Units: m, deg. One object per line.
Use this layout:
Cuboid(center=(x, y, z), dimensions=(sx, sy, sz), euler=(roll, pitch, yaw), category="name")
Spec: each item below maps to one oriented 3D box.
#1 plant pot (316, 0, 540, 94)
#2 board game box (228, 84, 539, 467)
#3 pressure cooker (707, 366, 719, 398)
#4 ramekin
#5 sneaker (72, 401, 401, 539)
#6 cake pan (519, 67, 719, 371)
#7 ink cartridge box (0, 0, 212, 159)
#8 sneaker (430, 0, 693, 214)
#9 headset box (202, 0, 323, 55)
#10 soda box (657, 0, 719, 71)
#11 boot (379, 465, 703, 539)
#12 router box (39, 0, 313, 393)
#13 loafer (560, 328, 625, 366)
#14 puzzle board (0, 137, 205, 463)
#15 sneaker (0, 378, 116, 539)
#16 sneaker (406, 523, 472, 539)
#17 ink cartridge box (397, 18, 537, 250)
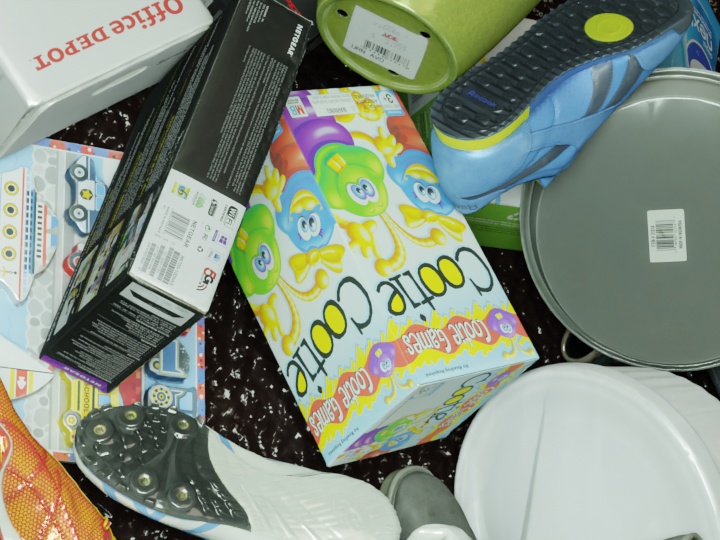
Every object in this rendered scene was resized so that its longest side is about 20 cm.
Cuboid(center=(0.056, -0.214, 1.060), dimensions=(0.187, 0.187, 0.200), euler=(33, 65, -16), category="plant pot")
Cuboid(center=(0.000, 0.000, 1.038), dimensions=(0.103, 0.105, 0.200), euler=(-9, 64, -42), category="board game box")
Cuboid(center=(0.301, -0.013, 1.216), dimensions=(0.178, 0.176, 0.200), euler=(-19, 80, -33), category="pressure cooker")
Cuboid(center=(0.162, 0.150, 1.059), dimensions=(0.094, 0.202, 0.203), euler=(-10, 76, -46), category="ramekin")
Cuboid(center=(-0.075, 0.135, 0.990), dimensions=(0.200, 0.072, 0.072), euler=(22, 51, -16), category="sneaker")
Cuboid(center=(0.199, -0.027, 1.090), dimensions=(0.200, 0.200, 0.037), euler=(52, 18, -3), category="cake pan")
Cuboid(center=(-0.207, -0.185, 1.023), dimensions=(0.146, 0.084, 0.200), euler=(-32, 86, -37), category="ink cartridge box")
Cuboid(center=(0.124, -0.105, 1.049), dimensions=(0.200, 0.079, 0.066), euler=(-35, 47, -21), category="sneaker")
Cuboid(center=(-0.038, -0.238, 1.160), dimensions=(0.200, 0.077, 0.149), euler=(-40, 93, -35), category="headset box")
Cuboid(center=(0.211, -0.136, 1.233), dimensions=(0.064, 0.068, 0.200), euler=(56, 33, -28), category="soda box")
Cuboid(center=(0.110, 0.182, 1.000), dimensions=(0.072, 0.200, 0.182), euler=(-9, 78, -45), category="boot")
Cuboid(center=(-0.105, -0.045, 0.974), dimensions=(0.051, 0.149, 0.200), euler=(28, 59, -18), category="router box")
Cuboid(center=(0.196, -0.012, 1.139), dimensions=(0.072, 0.200, 0.063), euler=(41, 35, 27), category="loafer")
Cuboid(center=(-0.161, 0.017, 1.017), dimensions=(0.150, 0.017, 0.200), euler=(9, 66, -29), category="puzzle board")
Cuboid(center=(-0.179, 0.138, 0.936), dimensions=(0.077, 0.073, 0.200), euler=(-22, 90, -52), category="sneaker")
Cuboid(center=(-0.019, 0.203, 0.953), dimensions=(0.200, 0.080, 0.070), euler=(-36, 58, -6), category="sneaker")
Cuboid(center=(0.131, -0.093, 1.204), dimensions=(0.200, 0.076, 0.148), euler=(6, 68, -28), category="ink cartridge box")
